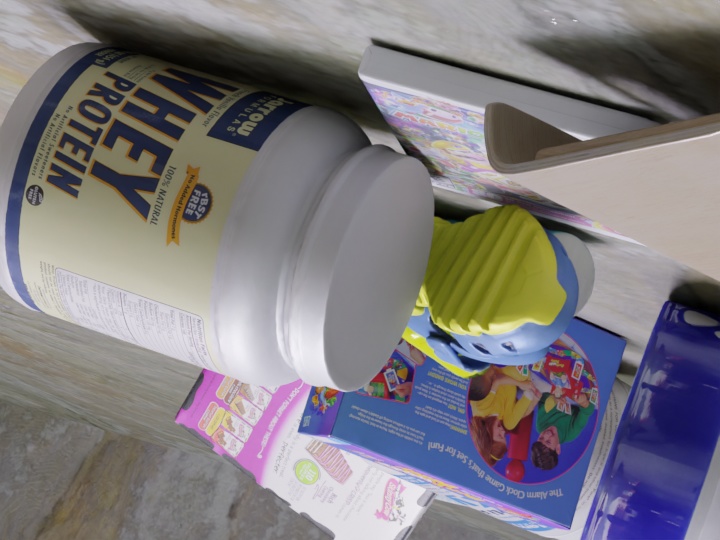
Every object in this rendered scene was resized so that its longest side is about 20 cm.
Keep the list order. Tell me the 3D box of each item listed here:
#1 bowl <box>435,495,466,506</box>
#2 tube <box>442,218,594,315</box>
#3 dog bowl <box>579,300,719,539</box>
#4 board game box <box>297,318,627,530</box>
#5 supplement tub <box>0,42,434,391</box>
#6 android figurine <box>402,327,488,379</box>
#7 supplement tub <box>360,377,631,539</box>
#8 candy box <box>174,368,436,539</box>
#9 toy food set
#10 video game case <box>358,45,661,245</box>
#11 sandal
[{"bbox_3d":[0.012,0.114,2.138,0.199,0.108,0.200,17,174,2],"label":"bowl"},{"bbox_3d":[0.061,-0.008,1.543,0.077,0.051,0.200,41,166,-28],"label":"tube"},{"bbox_3d":[0.187,0.123,1.561,0.078,0.201,0.200,19,171,8],"label":"dog bowl"},{"bbox_3d":[0.069,0.076,1.723,0.199,0.135,0.045,23,169,-28],"label":"board game box"},{"bbox_3d":[-0.077,-0.025,1.341,0.199,0.146,0.145,17,171,22],"label":"supplement tub"},{"bbox_3d":[0.000,0.000,1.562,0.182,0.041,0.200,34,177,41],"label":"android figurine"},{"bbox_3d":[0.097,0.106,1.861,0.199,0.133,0.132,26,168,-36],"label":"supplement tub"},{"bbox_3d":[-0.025,0.116,1.985,0.200,0.061,0.137,37,128,6],"label":"candy box"},{"bbox_3d":[0.163,-0.048,1.076,0.143,0.061,0.200,24,161,-30],"label":"toy food set"},{"bbox_3d":[0.083,-0.056,1.274,0.142,0.018,0.200,17,171,13],"label":"video game case"},{"bbox_3d":[0.072,0.017,1.389,0.087,0.080,0.200,41,172,-17],"label":"sandal"}]
